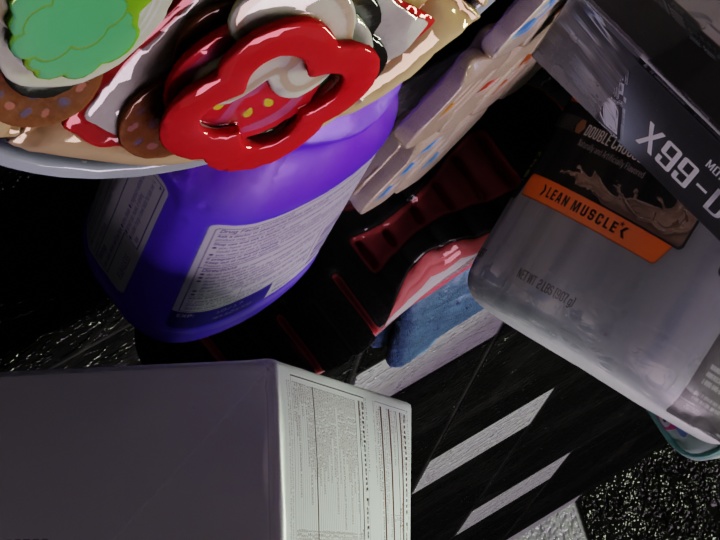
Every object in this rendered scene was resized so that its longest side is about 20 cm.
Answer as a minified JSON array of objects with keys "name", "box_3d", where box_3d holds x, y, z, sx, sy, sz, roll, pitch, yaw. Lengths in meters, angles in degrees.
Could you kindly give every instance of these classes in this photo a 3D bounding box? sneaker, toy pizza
[{"name":"sneaker","box_3d":[0.000,0.000,0.945,0.200,0.074,0.087,-29,169,-15]},{"name":"toy pizza","box_3d":[-0.019,-0.085,0.531,0.200,0.032,0.200,-22,149,-14]}]

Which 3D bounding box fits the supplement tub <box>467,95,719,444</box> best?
[{"name":"supplement tub","box_3d":[0.138,-0.046,0.876,0.200,0.122,0.122,-59,166,0]}]

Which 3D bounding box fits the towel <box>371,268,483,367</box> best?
[{"name":"towel","box_3d":[0.087,-0.029,1.105,0.200,0.049,0.112,-29,166,-17]}]

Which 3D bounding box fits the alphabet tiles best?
[{"name":"alphabet tiles","box_3d":[0.072,-0.098,0.784,0.200,0.015,0.196,-45,177,19]}]

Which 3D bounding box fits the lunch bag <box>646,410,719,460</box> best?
[{"name":"lunch bag","box_3d":[0.243,0.017,1.400,0.200,0.161,0.077,-41,165,30]}]

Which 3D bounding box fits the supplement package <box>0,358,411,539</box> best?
[{"name":"supplement package","box_3d":[-0.092,0.113,0.806,0.190,0.148,0.200,-2,172,13]}]

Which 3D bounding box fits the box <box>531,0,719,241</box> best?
[{"name":"box","box_3d":[0.180,-0.084,0.771,0.200,0.158,0.050,-41,173,-25]}]

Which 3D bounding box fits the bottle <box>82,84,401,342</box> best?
[{"name":"bottle","box_3d":[-0.032,-0.045,0.706,0.083,0.065,0.200,-32,168,-25]}]
